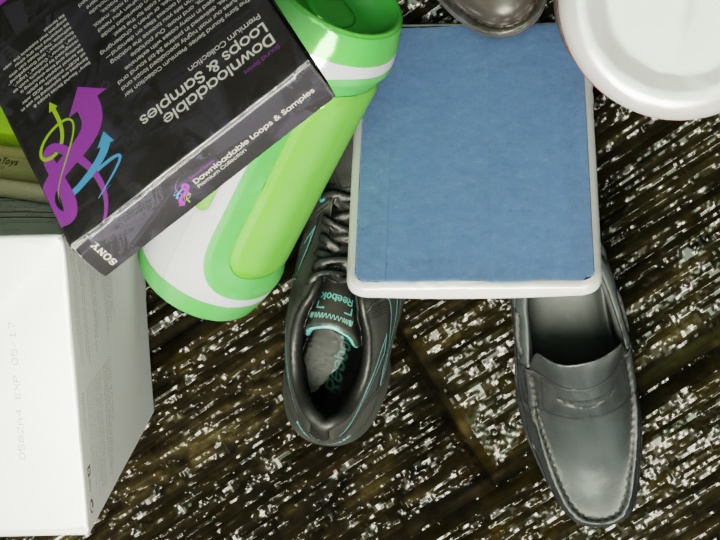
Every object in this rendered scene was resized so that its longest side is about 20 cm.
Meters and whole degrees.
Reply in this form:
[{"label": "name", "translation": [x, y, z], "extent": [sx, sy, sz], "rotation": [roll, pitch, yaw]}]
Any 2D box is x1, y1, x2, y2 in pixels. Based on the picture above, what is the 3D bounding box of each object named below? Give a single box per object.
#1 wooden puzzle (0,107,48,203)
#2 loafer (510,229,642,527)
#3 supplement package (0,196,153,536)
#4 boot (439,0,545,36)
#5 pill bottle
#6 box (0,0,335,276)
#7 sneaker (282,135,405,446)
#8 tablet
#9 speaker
[{"label": "wooden puzzle", "translation": [-0.161, -0.125, 1.159], "extent": [0.184, 0.037, 0.201], "rotation": [8, 61, 34]}, {"label": "loafer", "translation": [0.114, 0.048, 1.197], "extent": [0.067, 0.070, 0.202], "rotation": [-10, 103, 4]}, {"label": "supplement package", "translation": [-0.201, 0.035, 1.154], "extent": [0.149, 0.200, 0.153], "rotation": [-2, 104, 5]}, {"label": "boot", "translation": [0.037, -0.219, 1.140], "extent": [0.069, 0.174, 0.201], "rotation": [-26, 89, 5]}, {"label": "pill bottle", "translation": [0.154, -0.139, 1.107], "extent": [0.115, 0.200, 0.117], "rotation": [0, 98, 3]}, {"label": "box", "translation": [-0.112, -0.110, 1.080], "extent": [0.143, 0.036, 0.201], "rotation": [-37, 49, 6]}, {"label": "sneaker", "translation": [0.000, 0.000, 1.209], "extent": [0.075, 0.079, 0.202], "rotation": [8, 92, 5]}, {"label": "tablet", "translation": [0.060, -0.062, 1.166], "extent": [0.129, 0.014, 0.201], "rotation": [-1, 48, 4]}, {"label": "speaker", "translation": [-0.050, -0.069, 1.165], "extent": [0.088, 0.089, 0.201], "rotation": [31, 125, 3]}]
